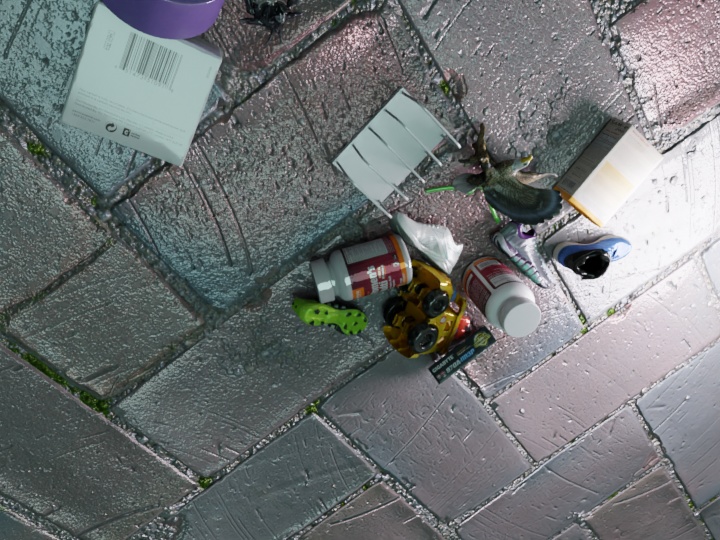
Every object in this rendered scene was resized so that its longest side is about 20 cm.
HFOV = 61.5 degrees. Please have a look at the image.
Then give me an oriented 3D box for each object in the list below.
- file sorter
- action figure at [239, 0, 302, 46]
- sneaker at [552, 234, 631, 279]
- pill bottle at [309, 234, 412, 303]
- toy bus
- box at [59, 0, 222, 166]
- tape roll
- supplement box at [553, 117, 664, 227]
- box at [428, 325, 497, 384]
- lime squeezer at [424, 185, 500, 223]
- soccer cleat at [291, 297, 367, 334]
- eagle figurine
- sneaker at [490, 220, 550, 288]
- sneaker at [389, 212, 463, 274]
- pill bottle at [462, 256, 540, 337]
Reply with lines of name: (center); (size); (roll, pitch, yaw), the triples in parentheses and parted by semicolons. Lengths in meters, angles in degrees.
file sorter: (0.070, -0.222, 1.168); (0.200, 0.125, 0.139); (-45, 118, 10)
action figure: (-0.146, -0.473, 0.994); (0.118, 0.102, 0.201); (-16, 119, -20)
sneaker: (0.564, -0.028, 1.410); (0.199, 0.111, 0.077); (-3, 117, -14)
pill bottle: (0.000, 0.000, 1.272); (0.199, 0.110, 0.110); (-16, 120, -7)
toy bus: (0.172, 0.090, 1.363); (0.191, 0.136, 0.201); (6, 114, -33)
box: (-0.357, -0.311, 1.001); (0.198, 0.131, 0.201); (19, 111, -23)
tape roll: (-0.294, -0.456, 0.903); (0.199, 0.085, 0.201); (10, 69, -27)
supplement box: (0.542, -0.213, 1.330); (0.126, 0.074, 0.200); (32, 105, -27)
box: (0.238, 0.192, 1.396); (0.159, 0.200, 0.046); (-38, 79, 6)
lime squeezer: (0.237, -0.164, 1.302); (0.199, 0.038, 0.071); (18, 142, -24)
soccer cleat: (-0.063, 0.094, 1.332); (0.200, 0.081, 0.068); (18, 104, -46)
eagle figurine: (0.304, -0.186, 1.228); (0.200, 0.151, 0.152); (34, 84, -22)
sneaker: (0.389, -0.039, 1.381); (0.200, 0.074, 0.088); (39, 97, -28)
sneaker: (0.142, -0.074, 1.305); (0.200, 0.070, 0.080); (37, 87, -31)
pill bottle: (0.311, 0.059, 1.334); (0.112, 0.200, 0.113); (-6, 118, -12)
